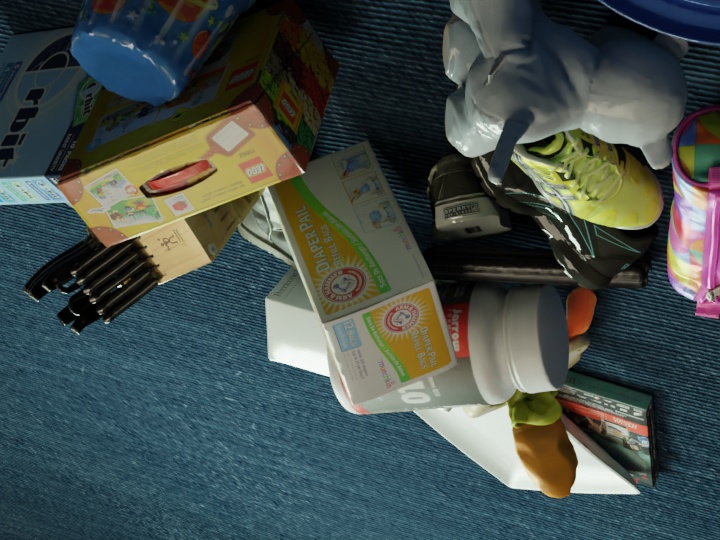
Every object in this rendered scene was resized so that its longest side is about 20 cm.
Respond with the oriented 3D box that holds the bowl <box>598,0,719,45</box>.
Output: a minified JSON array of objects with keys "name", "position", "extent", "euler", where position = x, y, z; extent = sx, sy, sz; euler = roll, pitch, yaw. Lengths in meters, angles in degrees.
[{"name":"bowl","position":[0.217,-0.223,1.315],"extent":[0.200,0.039,0.201],"euler":[21,156,10]}]

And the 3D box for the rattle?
[{"name":"rattle","position":[0.188,0.120,1.914],"extent":[0.130,0.143,0.200],"euler":[0,155,-32]}]

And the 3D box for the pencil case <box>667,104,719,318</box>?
[{"name":"pencil case","position":[0.280,-0.045,1.568],"extent":[0.088,0.089,0.200],"euler":[17,154,18]}]

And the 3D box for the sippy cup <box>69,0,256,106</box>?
[{"name":"sippy cup","position":[-0.162,-0.208,1.598],"extent":[0.139,0.131,0.178],"euler":[16,155,21]}]

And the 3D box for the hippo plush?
[{"name":"hippo plush","position":[0.151,-0.153,1.431],"extent":[0.160,0.160,0.200],"euler":[-1,-170,-8]}]

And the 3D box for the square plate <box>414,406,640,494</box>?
[{"name":"square plate","position":[0.174,0.179,2.149],"extent":[0.200,0.029,0.198],"euler":[-4,144,49]}]

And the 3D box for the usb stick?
[{"name":"usb stick","position":[0.155,-0.004,1.763],"extent":[0.199,0.033,0.055],"euler":[2,-179,7]}]

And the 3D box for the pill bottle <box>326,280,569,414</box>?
[{"name":"pill bottle","position":[0.080,0.068,1.818],"extent":[0.199,0.114,0.114],"euler":[-6,145,22]}]

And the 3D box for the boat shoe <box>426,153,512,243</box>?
[{"name":"boat shoe","position":[0.092,-0.063,1.733],"extent":[0.070,0.064,0.200],"euler":[-9,174,2]}]

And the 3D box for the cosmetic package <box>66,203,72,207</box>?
[{"name":"cosmetic package","position":[-0.204,-0.087,1.860],"extent":[0.090,0.107,0.200],"euler":[34,170,-18]}]

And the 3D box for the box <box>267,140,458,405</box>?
[{"name":"box","position":[0.000,0.000,1.751],"extent":[0.101,0.200,0.113],"euler":[-21,135,-2]}]

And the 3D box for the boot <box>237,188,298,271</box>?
[{"name":"boot","position":[-0.054,-0.071,1.869],"extent":[0.181,0.073,0.200],"euler":[20,150,12]}]

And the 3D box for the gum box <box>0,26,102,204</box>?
[{"name":"gum box","position":[-0.277,-0.140,1.801],"extent":[0.200,0.170,0.045],"euler":[-1,146,44]}]

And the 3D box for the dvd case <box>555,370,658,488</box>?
[{"name":"dvd case","position":[0.239,0.161,2.109],"extent":[0.146,0.022,0.200],"euler":[16,154,19]}]

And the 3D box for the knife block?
[{"name":"knife block","position":[-0.193,-0.028,1.742],"extent":[0.175,0.200,0.064],"euler":[-21,111,29]}]

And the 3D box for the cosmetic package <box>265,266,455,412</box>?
[{"name":"cosmetic package","position":[0.018,0.055,1.974],"extent":[0.199,0.108,0.085],"euler":[15,131,20]}]

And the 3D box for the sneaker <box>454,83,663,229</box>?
[{"name":"sneaker","position":[0.158,-0.088,1.578],"extent":[0.200,0.076,0.076],"euler":[32,-167,-19]}]

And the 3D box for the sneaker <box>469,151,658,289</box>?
[{"name":"sneaker","position":[0.165,-0.071,1.666],"extent":[0.079,0.076,0.200],"euler":[-31,120,31]}]

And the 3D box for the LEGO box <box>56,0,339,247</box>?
[{"name":"LEGO box","position":[-0.131,-0.120,1.638],"extent":[0.199,0.149,0.077],"euler":[-19,124,28]}]
